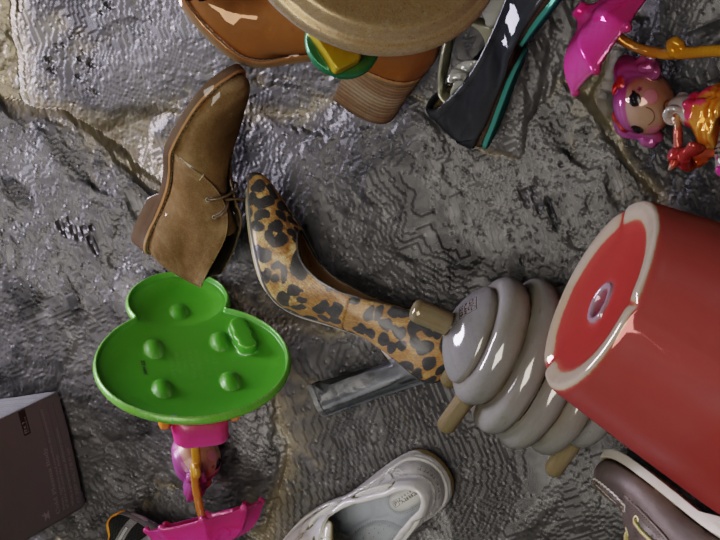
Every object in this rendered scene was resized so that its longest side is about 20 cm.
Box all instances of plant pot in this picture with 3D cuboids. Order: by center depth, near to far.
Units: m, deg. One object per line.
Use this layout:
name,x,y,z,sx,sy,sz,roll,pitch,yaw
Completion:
plant pot,0.233,0.055,1.396,0.177,0.201,0.201,26,112,-13

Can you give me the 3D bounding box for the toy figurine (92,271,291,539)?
toy figurine,-0.134,0.130,1.627,0.149,0.200,0.185,-6,124,-12

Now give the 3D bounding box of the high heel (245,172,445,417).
high heel,0.000,0.000,1.579,0.142,0.071,0.201,-21,96,17

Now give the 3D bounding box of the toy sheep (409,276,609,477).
toy sheep,0.124,0.070,1.508,0.199,0.138,0.138,20,111,-16

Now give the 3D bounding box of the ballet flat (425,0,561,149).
ballet flat,0.100,-0.174,1.476,0.073,0.073,0.201,35,128,10

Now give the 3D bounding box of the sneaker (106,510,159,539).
sneaker,-0.205,0.287,1.721,0.077,0.078,0.201,37,109,24

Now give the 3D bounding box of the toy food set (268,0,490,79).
toy food set,0.002,-0.235,1.410,0.201,0.197,0.049,59,158,6

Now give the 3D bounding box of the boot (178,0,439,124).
boot,-0.030,-0.207,1.504,0.199,0.077,0.156,33,136,6

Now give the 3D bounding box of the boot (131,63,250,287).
boot,-0.111,-0.070,1.578,0.075,0.073,0.201,42,135,19

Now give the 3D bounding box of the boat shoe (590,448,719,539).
boat shoe,0.219,0.187,1.451,0.060,0.072,0.200,-54,37,-2

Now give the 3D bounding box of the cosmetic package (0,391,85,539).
cosmetic package,-0.315,0.174,1.662,0.090,0.200,0.108,-9,100,23

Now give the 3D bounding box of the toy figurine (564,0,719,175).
toy figurine,0.231,-0.128,1.437,0.183,0.150,0.201,14,132,32

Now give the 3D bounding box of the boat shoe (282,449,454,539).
boat shoe,-0.015,0.215,1.627,0.071,0.069,0.200,48,114,3
